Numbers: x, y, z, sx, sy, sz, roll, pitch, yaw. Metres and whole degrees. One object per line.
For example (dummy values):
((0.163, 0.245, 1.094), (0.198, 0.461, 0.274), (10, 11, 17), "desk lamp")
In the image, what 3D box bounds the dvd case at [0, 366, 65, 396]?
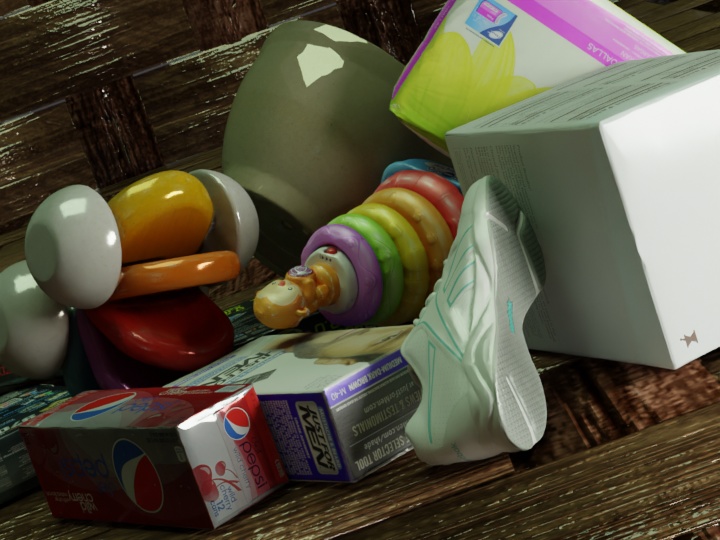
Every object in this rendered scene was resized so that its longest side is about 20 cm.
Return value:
((-0.255, 0.086, 1.551), (0.198, 0.022, 0.146), (-16, -11, 24), "dvd case")

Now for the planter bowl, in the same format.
((-0.027, -0.070, 1.428), (0.135, 0.200, 0.200), (-54, 25, -22), "planter bowl")

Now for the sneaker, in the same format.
((0.061, 0.026, 1.090), (0.080, 0.070, 0.201), (-23, 40, 30), "sneaker")

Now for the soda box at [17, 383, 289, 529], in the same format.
((-0.133, 0.115, 1.172), (0.063, 0.071, 0.199), (-28, 13, -36), "soda box")

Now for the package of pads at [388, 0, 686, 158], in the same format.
((0.135, -0.121, 1.311), (0.155, 0.199, 0.068), (-57, 4, 12), "package of pads")

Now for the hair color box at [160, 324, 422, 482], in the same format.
((-0.035, 0.083, 1.178), (0.109, 0.065, 0.199), (-26, 14, -37), "hair color box")

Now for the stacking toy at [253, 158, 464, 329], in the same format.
((0.000, 0.000, 1.269), (0.115, 0.111, 0.199), (23, 29, 37), "stacking toy")

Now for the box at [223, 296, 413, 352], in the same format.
((-0.040, 0.041, 1.454), (0.198, 0.045, 0.160), (-22, 10, -11), "box")

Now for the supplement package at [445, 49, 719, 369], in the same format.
((0.178, -0.043, 1.168), (0.150, 0.153, 0.200), (-23, 11, -21), "supplement package")

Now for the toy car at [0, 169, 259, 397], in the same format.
((-0.154, 0.029, 1.307), (0.174, 0.151, 0.200), (-11, -27, -42), "toy car")

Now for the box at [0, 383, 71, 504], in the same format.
((-0.296, 0.145, 1.393), (0.199, 0.046, 0.158), (-26, 12, -29), "box")
